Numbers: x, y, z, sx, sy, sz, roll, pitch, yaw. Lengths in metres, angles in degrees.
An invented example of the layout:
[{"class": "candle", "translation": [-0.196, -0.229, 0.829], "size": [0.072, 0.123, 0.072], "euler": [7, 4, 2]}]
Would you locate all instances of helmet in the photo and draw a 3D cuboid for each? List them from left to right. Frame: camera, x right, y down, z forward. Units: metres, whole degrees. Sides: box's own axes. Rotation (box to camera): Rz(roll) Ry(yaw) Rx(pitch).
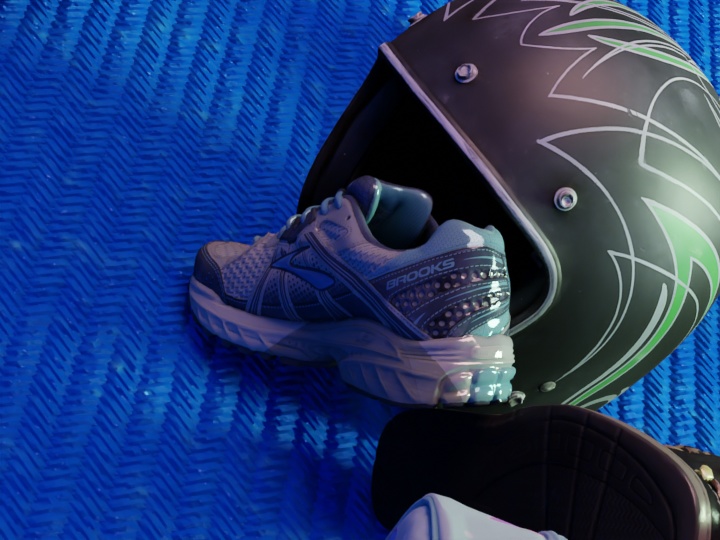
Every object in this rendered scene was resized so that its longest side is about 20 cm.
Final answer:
[{"class": "helmet", "translation": [0.081, -0.036, 1.317], "size": [0.199, 0.191, 0.200], "euler": [24, 28, -14]}]

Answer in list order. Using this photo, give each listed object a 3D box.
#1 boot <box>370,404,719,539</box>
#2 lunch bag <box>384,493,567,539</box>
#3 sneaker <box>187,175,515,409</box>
[{"class": "boot", "translation": [0.116, 0.102, 1.216], "size": [0.150, 0.074, 0.200], "euler": [13, -7, -36]}, {"class": "lunch bag", "translation": [0.026, 0.185, 1.004], "size": [0.077, 0.161, 0.200], "euler": [22, 32, -15]}, {"class": "sneaker", "translation": [0.000, 0.000, 1.245], "size": [0.077, 0.087, 0.200], "euler": [1, 9, -40]}]
